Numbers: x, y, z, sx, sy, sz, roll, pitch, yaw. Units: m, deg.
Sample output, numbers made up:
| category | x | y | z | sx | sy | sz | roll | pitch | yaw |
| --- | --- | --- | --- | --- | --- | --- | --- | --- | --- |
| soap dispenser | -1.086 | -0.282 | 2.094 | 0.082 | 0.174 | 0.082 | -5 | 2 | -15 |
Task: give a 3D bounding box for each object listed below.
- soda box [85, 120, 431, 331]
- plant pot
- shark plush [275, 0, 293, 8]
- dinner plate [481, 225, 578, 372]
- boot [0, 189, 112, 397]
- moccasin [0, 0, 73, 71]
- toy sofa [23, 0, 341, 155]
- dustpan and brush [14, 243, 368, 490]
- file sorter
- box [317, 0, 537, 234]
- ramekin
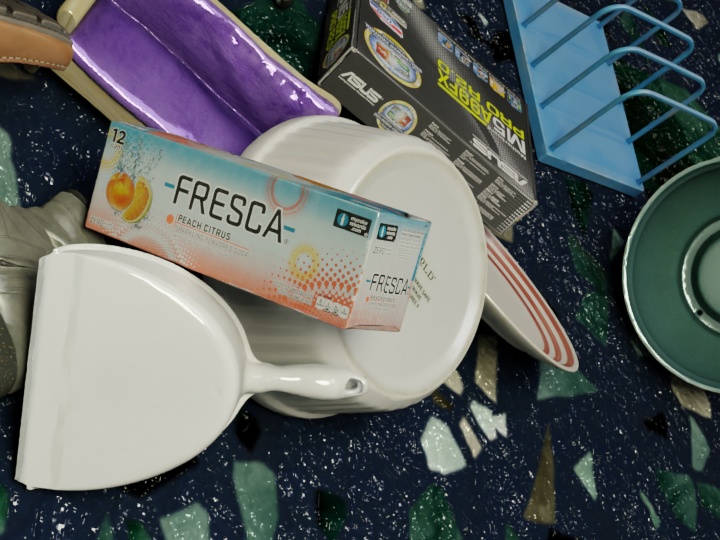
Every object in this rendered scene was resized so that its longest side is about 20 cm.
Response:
| category | x | y | z | sx | sy | sz | roll | pitch | yaw |
| --- | --- | --- | --- | --- | --- | --- | --- | --- | --- |
| soda box | -0.062 | -0.027 | 0.809 | 0.063 | 0.198 | 0.069 | 6 | 103 | -60 |
| plant pot | 0.339 | 0.005 | 1.252 | 0.202 | 0.199 | 0.134 | 63 | 14 | 9 |
| shark plush | -0.088 | -0.304 | 1.115 | 0.082 | 0.091 | 0.203 | 4 | 62 | -8 |
| dinner plate | 0.096 | 0.003 | 1.078 | 0.200 | 0.024 | 0.201 | 46 | 16 | -17 |
| boot | -0.211 | -0.027 | 0.812 | 0.130 | 0.067 | 0.202 | -26 | 95 | -54 |
| moccasin | -0.262 | -0.128 | 0.818 | 0.200 | 0.079 | 0.073 | -7 | 26 | -42 |
| toy sofa | -0.114 | -0.120 | 0.940 | 0.200 | 0.097 | 0.083 | 42 | 42 | -17 |
| dustpan and brush | -0.089 | 0.062 | 0.807 | 0.197 | 0.057 | 0.142 | 7 | 100 | -9 |
| file sorter | 0.235 | -0.199 | 1.316 | 0.137 | 0.122 | 0.203 | 15 | 55 | -37 |
| box | 0.057 | -0.142 | 1.136 | 0.199 | 0.044 | 0.161 | 37 | 29 | -21 |
| ramekin | 0.000 | 0.000 | 0.913 | 0.201 | 0.093 | 0.206 | -5 | 97 | -47 |
